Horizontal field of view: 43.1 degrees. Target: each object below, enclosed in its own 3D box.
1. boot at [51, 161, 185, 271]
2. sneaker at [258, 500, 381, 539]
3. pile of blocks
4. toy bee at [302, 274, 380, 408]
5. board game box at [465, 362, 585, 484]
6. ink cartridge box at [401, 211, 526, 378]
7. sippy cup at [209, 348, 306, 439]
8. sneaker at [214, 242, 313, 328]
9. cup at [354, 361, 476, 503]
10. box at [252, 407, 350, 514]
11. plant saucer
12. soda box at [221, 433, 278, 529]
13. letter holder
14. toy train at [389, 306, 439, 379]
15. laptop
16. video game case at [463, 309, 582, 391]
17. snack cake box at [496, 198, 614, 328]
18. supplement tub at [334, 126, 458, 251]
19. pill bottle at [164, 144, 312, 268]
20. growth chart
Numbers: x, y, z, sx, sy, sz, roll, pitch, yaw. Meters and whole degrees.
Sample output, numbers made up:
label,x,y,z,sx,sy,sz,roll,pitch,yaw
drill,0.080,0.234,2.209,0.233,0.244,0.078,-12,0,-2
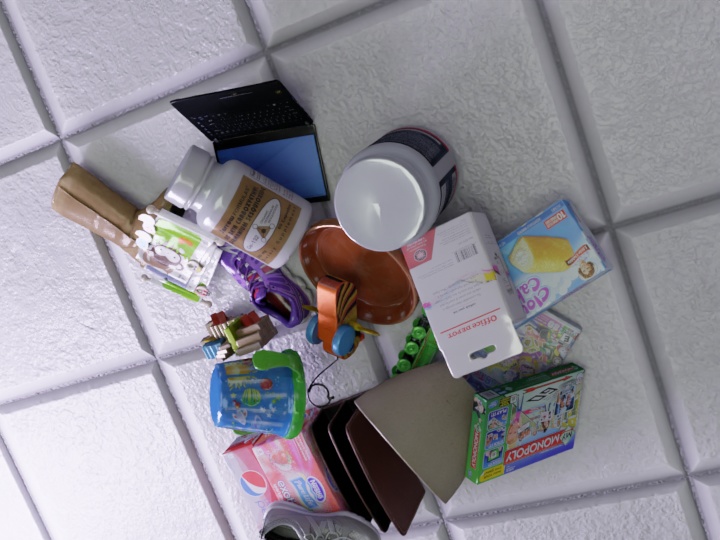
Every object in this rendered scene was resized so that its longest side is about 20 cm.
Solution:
label,x,y,z,sx,sy,sz,roll,pitch,yaw
boot,-0.390,-0.112,1.466,0.199,0.066,0.176,34,117,5
sneaker,-0.066,0.424,1.432,0.198,0.082,0.075,6,110,14
pile of blocks,-0.214,0.098,1.444,0.199,0.082,0.063,-13,107,51
toy bee,-0.037,0.091,1.400,0.131,0.108,0.201,39,124,17
board game box,0.240,0.219,1.322,0.029,0.199,0.136,27,121,49
ink cartridge box,0.149,0.034,1.257,0.116,0.067,0.202,-24,80,25
sippy cup,-0.162,0.191,1.404,0.129,0.140,0.180,2,106,-20
sneaker,-0.158,0.011,1.425,0.200,0.083,0.081,39,115,2
cup,0.108,0.219,1.351,0.143,0.200,0.200,-43,92,-4
box,-0.079,0.343,1.506,0.102,0.095,0.201,-21,101,22
plant saucer,0.000,0.000,1.359,0.199,0.032,0.201,22,142,18
soda box,-0.157,0.377,1.560,0.070,0.063,0.201,-22,100,22
letter holder,0.003,0.318,1.446,0.100,0.142,0.201,-23,100,23
toy train,0.101,0.103,1.400,0.056,0.042,0.201,21,114,-2
laptop,-0.160,-0.177,1.351,0.176,0.200,0.104,-7,69,19
video game case,0.224,0.133,1.382,0.142,0.018,0.201,29,114,6
snack cake box,0.239,0.003,1.288,0.199,0.067,0.116,-36,77,22
supplement tub,0.051,-0.114,1.252,0.139,0.200,0.142,5,109,16
pill bottle,-0.181,-0.097,1.347,0.199,0.115,0.115,29,116,-16
growth chart,-0.286,-0.021,1.425,0.143,0.018,0.201,19,141,-5
